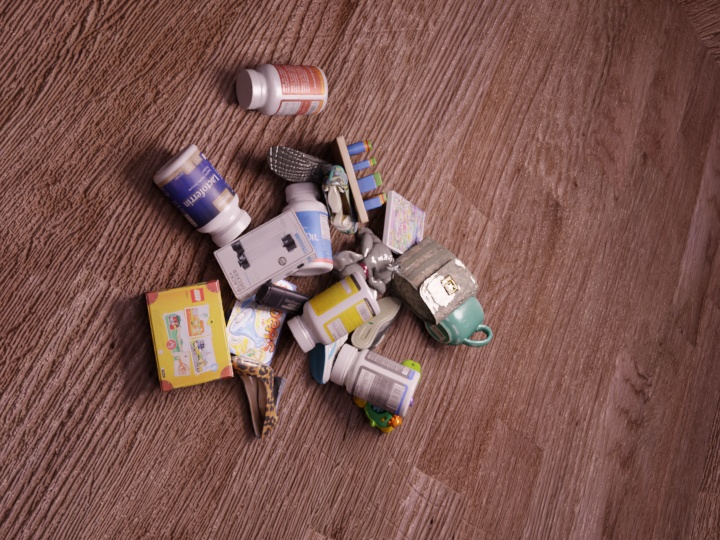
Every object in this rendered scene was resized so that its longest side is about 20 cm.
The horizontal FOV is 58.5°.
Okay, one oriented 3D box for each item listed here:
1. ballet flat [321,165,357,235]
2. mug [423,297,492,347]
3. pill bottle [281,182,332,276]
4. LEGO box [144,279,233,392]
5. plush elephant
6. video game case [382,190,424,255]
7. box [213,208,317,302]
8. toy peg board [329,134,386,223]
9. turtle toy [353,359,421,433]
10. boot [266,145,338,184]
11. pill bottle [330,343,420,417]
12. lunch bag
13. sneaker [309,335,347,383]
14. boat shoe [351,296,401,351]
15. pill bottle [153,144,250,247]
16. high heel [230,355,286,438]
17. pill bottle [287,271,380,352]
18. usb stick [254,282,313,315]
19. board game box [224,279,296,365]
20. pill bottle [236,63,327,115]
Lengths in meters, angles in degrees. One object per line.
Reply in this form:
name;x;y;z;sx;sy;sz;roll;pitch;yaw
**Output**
ballet flat;-0.052;-0.144;1.487;0.074;0.073;0.202;-46;140;-29
mug;0.251;0.130;1.729;0.114;0.183;0.154;-41;128;-26
pill bottle;-0.128;-0.096;1.504;0.110;0.111;0.205;0;77;-36
LEGO box;-0.354;0.132;1.326;0.146;0.077;0.205;-9;92;-21
plush elephant;0.000;0.000;1.578;0.152;0.200;0.168;-18;105;-17
video game case;0.117;-0.112;1.702;0.199;0.018;0.147;22;71;-58
box;-0.205;-0.032;1.406;0.197;0.060;0.118;-29;80;-5
toy peg board;0.006;-0.230;1.552;0.096;0.199;0.204;-18;98;-5
turtle toy;0.083;0.314;1.640;0.146;0.100;0.201;48;62;-23
boot;-0.142;-0.247;1.509;0.196;0.131;0.069;14;103;-27
pill bottle;0.034;0.259;1.538;0.197;0.114;0.115;23;69;10
lunch bag;0.186;0.031;1.660;0.163;0.199;0.119;-34;145;-25
sneaker;-0.072;0.172;1.555;0.080;0.076;0.205;12;81;-37
boat shoe;0.039;0.143;1.656;0.200;0.071;0.068;-49;151;-35
pill bottle;-0.331;-0.155;1.363;0.201;0.115;0.116;50;61;-22
high heel;-0.236;0.276;1.402;0.200;0.070;0.145;45;54;-50
pill bottle;-0.063;0.099;1.461;0.198;0.111;0.113;-31;106;-4
usb stick;-0.165;0.067;1.447;0.056;0.032;0.199;-56;150;6
board game box;-0.236;0.103;1.462;0.134;0.034;0.204;28;71;-32
pill bottle;-0.182;-0.419;1.494;0.197;0.111;0.115;-10;92;-36
